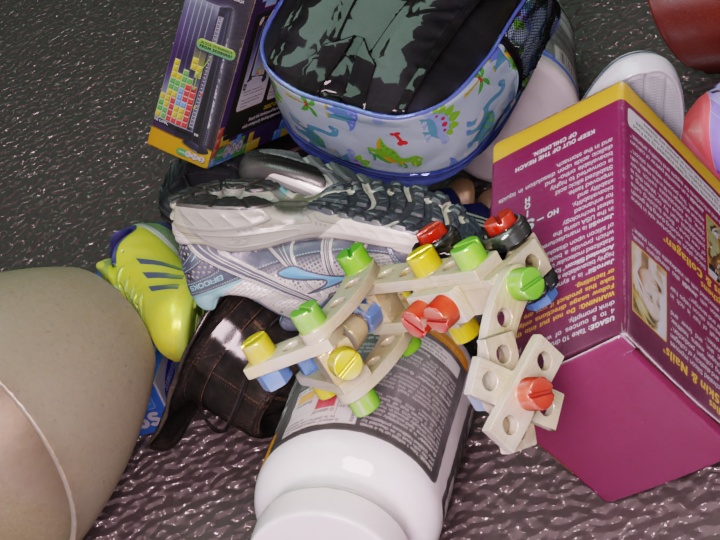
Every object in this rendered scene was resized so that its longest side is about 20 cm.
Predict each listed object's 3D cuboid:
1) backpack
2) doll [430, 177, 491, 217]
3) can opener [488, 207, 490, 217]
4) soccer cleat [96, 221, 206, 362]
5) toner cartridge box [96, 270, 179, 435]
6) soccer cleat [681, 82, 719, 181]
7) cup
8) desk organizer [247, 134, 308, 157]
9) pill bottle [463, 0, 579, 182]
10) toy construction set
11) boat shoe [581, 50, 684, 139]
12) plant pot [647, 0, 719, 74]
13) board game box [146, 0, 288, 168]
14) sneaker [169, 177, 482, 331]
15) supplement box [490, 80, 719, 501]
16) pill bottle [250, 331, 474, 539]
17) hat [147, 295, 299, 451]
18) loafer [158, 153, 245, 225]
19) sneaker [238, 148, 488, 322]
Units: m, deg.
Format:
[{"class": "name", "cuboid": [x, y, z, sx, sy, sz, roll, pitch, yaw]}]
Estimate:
[{"class": "backpack", "cuboid": [0.035, -0.155, 1.442, 0.182, 0.147, 0.201, 20, 59, 23]}, {"class": "doll", "cuboid": [0.005, -0.051, 1.469, 0.199, 0.049, 0.136, 5, 10, -36]}, {"class": "can opener", "cuboid": [0.127, -0.006, 1.388, 0.053, 0.067, 0.200, -21, 34, 2]}, {"class": "soccer cleat", "cuboid": [-0.149, 0.015, 1.447, 0.083, 0.065, 0.200, 8, 17, -9]}, {"class": "toner cartridge box", "cuboid": [-0.171, 0.054, 1.533, 0.094, 0.043, 0.200, -16, 29, 16]}, {"class": "soccer cleat", "cuboid": [0.276, -0.048, 1.275, 0.077, 0.066, 0.200, -52, 52, 18]}, {"class": "cup", "cuboid": [-0.222, 0.078, 1.365, 0.199, 0.201, 0.143, 4, 35, 41]}, {"class": "desk organizer", "cuboid": [-0.045, -0.047, 1.580, 0.071, 0.077, 0.200, -19, 28, 7]}, {"class": "pill bottle", "cuboid": [0.118, -0.164, 1.623, 0.113, 0.114, 0.200, -16, 28, 12]}, {"class": "toy construction set", "cuboid": [0.037, 0.032, 1.116, 0.199, 0.093, 0.131, 11, 43, 46]}, {"class": "boat shoe", "cuboid": [0.159, -0.080, 1.310, 0.073, 0.201, 0.067, -4, 52, -10]}, {"class": "plant pot", "cuboid": [0.333, -0.237, 1.528, 0.194, 0.202, 0.201, -7, 30, 44]}, {"class": "board game box", "cuboid": [-0.074, -0.177, 1.505, 0.056, 0.166, 0.200, 22, 20, 15]}, {"class": "sneaker", "cuboid": [-0.019, -0.008, 1.257, 0.198, 0.087, 0.078, 5, 23, 16]}, {"class": "supplement box", "cuboid": [0.152, 0.012, 1.200, 0.103, 0.131, 0.201, -25, 40, 31]}, {"class": "pill bottle", "cuboid": [0.001, 0.118, 1.214, 0.116, 0.117, 0.200, -11, 29, 21]}, {"class": "hat", "cuboid": [-0.062, 0.058, 1.385, 0.081, 0.201, 0.201, 30, 46, 8]}, {"class": "loafer", "cuboid": [-0.113, -0.062, 1.509, 0.071, 0.068, 0.201, -64, 14, 6]}, {"class": "sneaker", "cuboid": [0.000, 0.000, 1.334, 0.199, 0.116, 0.075, 19, 12, -15]}]
